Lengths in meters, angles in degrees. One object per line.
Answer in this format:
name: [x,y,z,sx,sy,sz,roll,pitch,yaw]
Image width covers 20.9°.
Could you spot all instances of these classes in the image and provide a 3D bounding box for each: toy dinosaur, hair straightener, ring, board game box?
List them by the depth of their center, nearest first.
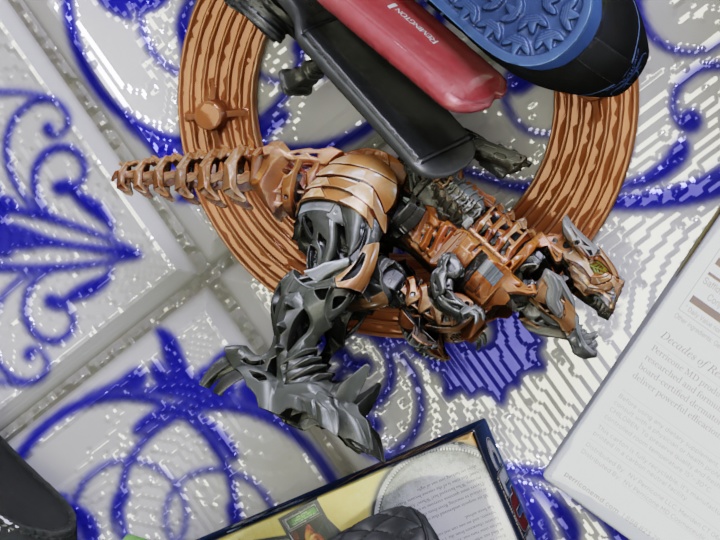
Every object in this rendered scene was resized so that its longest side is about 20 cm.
hair straightener: [-0.032,-0.100,0.775,0.200,0.041,0.077,39,135,18]
toy dinosaur: [0.000,0.000,0.784,0.199,0.102,0.137,17,83,29]
ring: [0.017,-0.072,0.815,0.198,0.019,0.203,1,96,13]
board game box: [-0.012,0.165,0.832,0.199,0.035,0.136,-23,89,13]

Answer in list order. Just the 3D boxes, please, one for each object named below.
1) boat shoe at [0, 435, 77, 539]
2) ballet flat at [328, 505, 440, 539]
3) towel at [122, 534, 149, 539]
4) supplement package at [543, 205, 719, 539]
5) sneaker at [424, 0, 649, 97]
boat shoe: [-0.202,0.064,0.847,0.201,0.074,0.063,35,109,13]
ballet flat: [-0.041,0.167,0.780,0.199,0.057,0.067,-36,111,18]
towel: [-0.025,0.208,0.810,0.198,0.031,0.151,18,96,13]
supplement package: [0.173,0.019,0.738,0.109,0.114,0.201,34,100,7]
sneaker: [0.035,-0.138,0.767,0.070,0.078,0.200,-45,62,14]
